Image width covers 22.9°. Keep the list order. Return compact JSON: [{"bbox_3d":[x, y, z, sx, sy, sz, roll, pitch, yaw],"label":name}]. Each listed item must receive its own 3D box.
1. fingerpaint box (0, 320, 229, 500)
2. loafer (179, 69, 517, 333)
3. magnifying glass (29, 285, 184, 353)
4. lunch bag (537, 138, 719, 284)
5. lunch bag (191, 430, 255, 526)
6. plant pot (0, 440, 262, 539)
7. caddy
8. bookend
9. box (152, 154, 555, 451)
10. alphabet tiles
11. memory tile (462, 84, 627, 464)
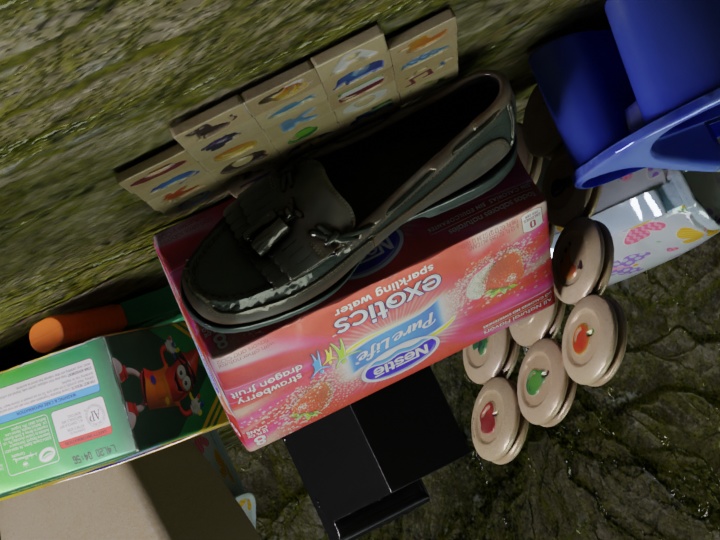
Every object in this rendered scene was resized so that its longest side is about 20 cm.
[{"bbox_3d":[-0.187,0.094,1.101,0.198,0.074,0.167,-19,177,22],"label":"fingerpaint box"},{"bbox_3d":[-0.006,-0.043,0.893,0.199,0.072,0.063,-31,156,-17],"label":"loafer"},{"bbox_3d":[-0.147,0.031,1.123,0.079,0.023,0.200,-27,173,21],"label":"magnifying glass"},{"bbox_3d":[0.191,-0.057,1.304,0.169,0.128,0.200,-27,-176,30],"label":"lunch bag"},{"bbox_3d":[-0.209,0.276,1.989,0.127,0.202,0.169,-30,172,35],"label":"lunch bag"},{"bbox_3d":[-0.242,0.238,1.709,0.199,0.178,0.200,-27,173,17],"label":"plant pot"},{"bbox_3d":[0.189,-0.104,0.968,0.199,0.106,0.141,-21,173,-39],"label":"caddy"},{"bbox_3d":[0.019,0.058,1.197,0.092,0.200,0.200,-21,171,-35],"label":"bookend"},{"bbox_3d":[0.000,0.000,0.975,0.199,0.096,0.100,-25,144,-8],"label":"box"},{"bbox_3d":[-0.029,-0.071,0.840,0.165,0.006,0.200,-26,174,1],"label":"alphabet tiles"},{"bbox_3d":[0.099,-0.002,1.047,0.017,0.202,0.153,12,146,-26],"label":"memory tile"}]
